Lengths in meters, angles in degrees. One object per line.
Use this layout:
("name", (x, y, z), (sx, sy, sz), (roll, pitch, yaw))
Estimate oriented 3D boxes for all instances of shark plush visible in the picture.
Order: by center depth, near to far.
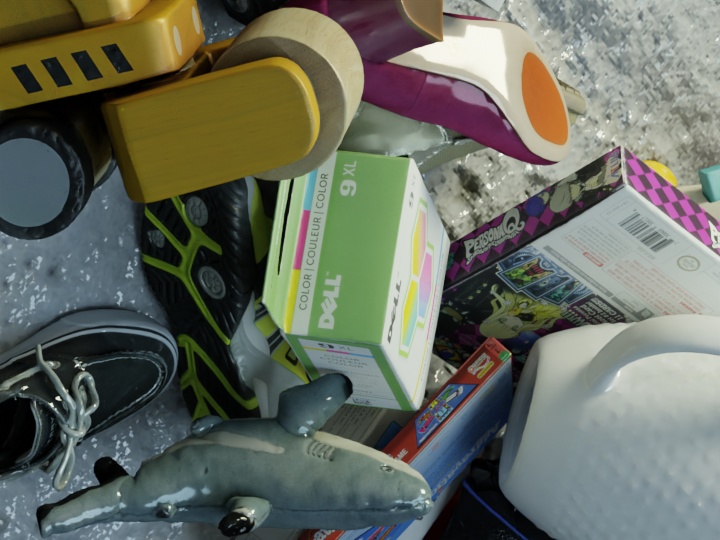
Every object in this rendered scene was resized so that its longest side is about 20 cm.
("shark plush", (-0.066, 0.108, 1.410), (0.199, 0.083, 0.091), (6, 115, -21))

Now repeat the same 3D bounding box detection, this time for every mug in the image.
("mug", (0.178, 0.088, 1.516), (0.200, 0.174, 0.148), (109, -5, -55))

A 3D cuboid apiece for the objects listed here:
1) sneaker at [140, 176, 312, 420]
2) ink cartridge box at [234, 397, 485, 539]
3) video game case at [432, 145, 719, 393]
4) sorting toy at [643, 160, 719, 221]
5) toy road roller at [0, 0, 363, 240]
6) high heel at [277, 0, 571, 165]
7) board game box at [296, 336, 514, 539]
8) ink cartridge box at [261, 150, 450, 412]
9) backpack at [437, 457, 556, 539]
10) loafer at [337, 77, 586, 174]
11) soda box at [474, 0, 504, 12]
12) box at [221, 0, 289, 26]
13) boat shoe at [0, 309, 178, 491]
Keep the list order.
("sneaker", (-0.065, 0.007, 1.477), (0.076, 0.075, 0.201), (-39, 141, -34))
("ink cartridge box", (0.004, 0.178, 1.633), (0.200, 0.045, 0.176), (-54, 134, -5))
("video game case", (0.145, 0.025, 1.585), (0.181, 0.036, 0.200), (-31, 132, 32))
("sorting toy", (0.275, -0.022, 1.654), (0.199, 0.179, 0.108), (19, 65, -45))
("toy road roller", (-0.107, -0.109, 1.302), (0.199, 0.123, 0.147), (-12, 104, 9))
("high heel", (0.034, -0.103, 1.443), (0.200, 0.096, 0.068), (38, 50, -47))
("board game box", (0.015, 0.130, 1.544), (0.200, 0.019, 0.103), (-46, 161, -13))
("ink cartridge box", (0.000, 0.000, 1.444), (0.200, 0.059, 0.104), (62, 36, -70))
("backpack", (0.149, 0.212, 1.644), (0.182, 0.200, 0.135), (1, 121, -59))
("loafer", (0.035, -0.087, 1.508), (0.199, 0.076, 0.069), (2, 112, -31))
("soda box", (0.008, -0.206, 1.361), (0.200, 0.068, 0.064), (30, 91, -45))
("box", (-0.009, -0.241, 1.407), (0.200, 0.043, 0.161), (-40, 132, -18))
("boat shoe", (-0.171, 0.074, 1.412), (0.198, 0.068, 0.074), (-11, 118, -36))
